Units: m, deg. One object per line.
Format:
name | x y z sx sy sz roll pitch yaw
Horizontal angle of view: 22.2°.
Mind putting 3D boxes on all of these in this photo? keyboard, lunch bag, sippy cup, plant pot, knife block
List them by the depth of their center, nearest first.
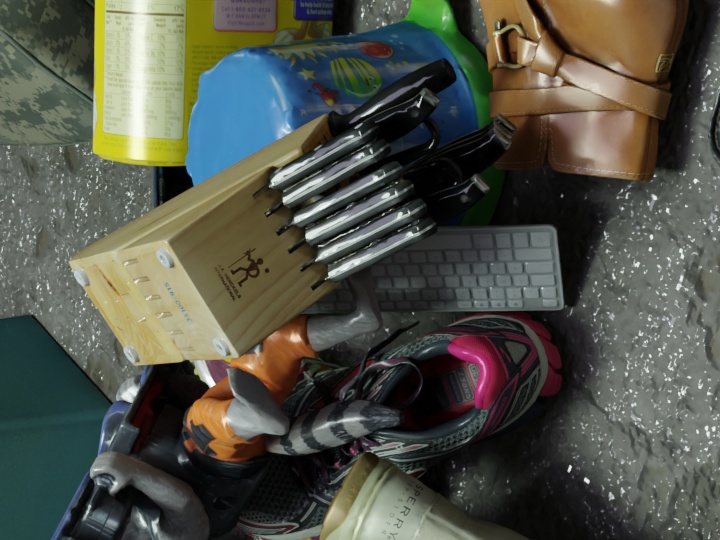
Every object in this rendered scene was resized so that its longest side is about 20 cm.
knife block | -0.028 -0.030 0.870 0.064 0.175 0.200 59 154 -11
keyboard | 0.000 0.000 0.914 0.056 0.199 0.011 76 -163 -47
sippy cup | -0.015 -0.066 0.960 0.140 0.130 0.178 -27 71 48
lunch bag | -0.212 -0.183 1.198 0.200 0.139 0.168 -1 56 51
plant pot | -0.303 0.128 1.275 0.141 0.200 0.142 40 122 43

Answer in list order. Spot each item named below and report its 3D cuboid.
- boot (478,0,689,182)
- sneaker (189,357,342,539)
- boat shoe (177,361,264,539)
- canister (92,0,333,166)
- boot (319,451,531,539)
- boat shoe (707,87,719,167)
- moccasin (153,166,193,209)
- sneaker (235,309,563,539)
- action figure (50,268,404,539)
boot | 0.074 -0.126 0.894 0.200 0.074 0.155 17 109 52
sneaker | -0.027 0.071 1.039 0.090 0.075 0.200 -43 65 33
boat shoe | -0.085 0.098 1.108 0.071 0.064 0.200 -55 52 37
canister | -0.081 -0.162 1.025 0.086 0.148 0.201 13 103 50
boot | 0.062 0.175 0.911 0.154 0.072 0.200 22 153 17
boat shoe | 0.191 -0.120 0.751 0.072 0.068 0.200 53 132 34
moccasin | -0.099 -0.076 1.112 0.080 0.068 0.201 -21 73 51
sneaker | 0.003 0.076 0.934 0.200 0.075 0.081 -33 78 24
action figure | -0.076 0.101 0.885 0.193 0.105 0.200 -45 13 41
